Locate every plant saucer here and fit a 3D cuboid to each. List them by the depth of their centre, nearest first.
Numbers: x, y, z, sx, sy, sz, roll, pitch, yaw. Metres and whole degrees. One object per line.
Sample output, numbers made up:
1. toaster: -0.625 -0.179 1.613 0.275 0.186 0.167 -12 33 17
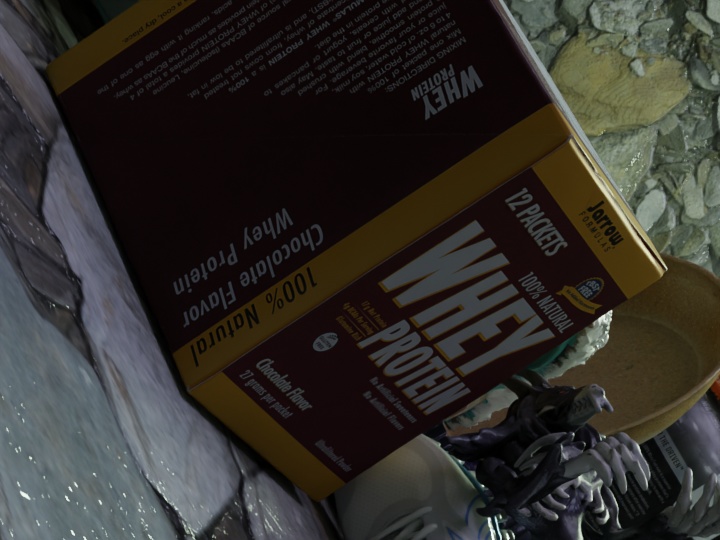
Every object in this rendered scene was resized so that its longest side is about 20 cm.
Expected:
1. plant saucer: 0.113 0.054 1.355 0.201 0.199 0.036 -109 -176 -62

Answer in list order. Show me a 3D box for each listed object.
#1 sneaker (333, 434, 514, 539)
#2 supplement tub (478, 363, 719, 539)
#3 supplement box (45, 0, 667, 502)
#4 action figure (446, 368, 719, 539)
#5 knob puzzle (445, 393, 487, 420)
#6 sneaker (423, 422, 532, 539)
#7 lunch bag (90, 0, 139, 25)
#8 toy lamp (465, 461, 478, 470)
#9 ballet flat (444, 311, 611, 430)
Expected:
1. sneaker: 0.035 0.147 1.102 0.201 0.075 0.087 62 13 27
2. supplement tub: 0.145 0.131 1.398 0.123 0.199 0.123 56 8 -11
3. supplement box: -0.004 -0.046 1.118 0.133 0.197 0.201 47 13 -54
4. action figure: 0.114 0.115 1.104 0.118 0.102 0.201 10 52 -46
5. knob puzzle: 0.000 0.000 1.270 0.220 0.030 0.221 40 -40 45
6. sneaker: 0.023 0.122 1.218 0.200 0.070 0.082 51 -35 32
7. lunch bag: -0.082 -0.124 1.412 0.161 0.077 0.200 58 8 2
8. toy lamp: 0.067 0.174 1.278 0.058 0.058 0.200 53 6 -39
9. ballet flat: 0.086 0.025 1.229 0.072 0.072 0.200 58 -27 4
